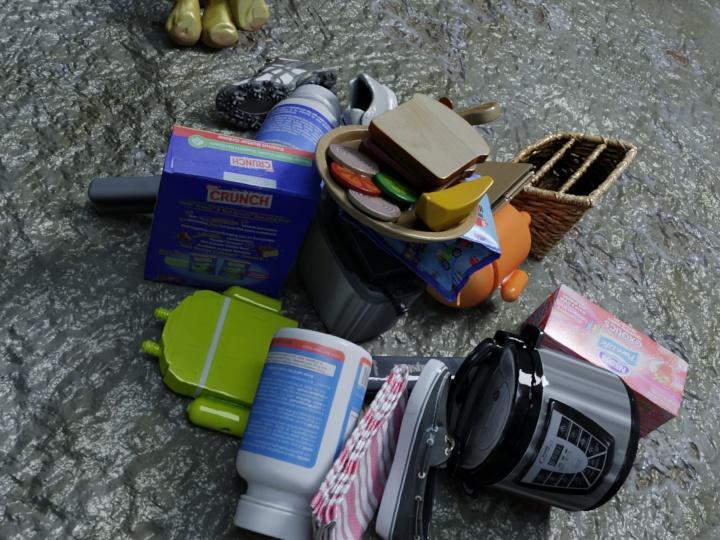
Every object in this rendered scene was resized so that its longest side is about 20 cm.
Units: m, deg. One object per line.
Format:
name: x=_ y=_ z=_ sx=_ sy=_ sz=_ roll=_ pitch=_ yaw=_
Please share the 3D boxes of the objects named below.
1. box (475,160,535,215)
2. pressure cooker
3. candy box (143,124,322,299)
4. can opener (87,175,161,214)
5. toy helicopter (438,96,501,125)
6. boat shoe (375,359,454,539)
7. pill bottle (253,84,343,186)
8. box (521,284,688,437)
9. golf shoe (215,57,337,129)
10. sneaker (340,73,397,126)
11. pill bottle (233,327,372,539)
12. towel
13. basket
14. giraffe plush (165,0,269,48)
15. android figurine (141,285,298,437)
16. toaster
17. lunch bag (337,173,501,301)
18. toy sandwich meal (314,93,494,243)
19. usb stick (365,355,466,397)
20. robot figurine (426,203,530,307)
box: x=0.117 y=-0.113 z=1.066 sx=0.200 sy=0.021 sz=0.163 roll=12 pitch=39 yaw=38
pressure cooker: x=0.189 y=0.172 z=0.873 sx=0.200 sy=0.179 sz=0.176 roll=21 pitch=51 yaw=-13
candy box: x=-0.150 y=-0.060 z=0.878 sx=0.169 sy=0.200 sz=0.077 roll=10 pitch=53 yaw=-17
can opener: x=-0.226 y=-0.107 z=0.930 sx=0.200 sy=0.053 sz=0.067 roll=-1 pitch=62 yaw=4
toy helicopter: x=0.113 y=-0.214 z=1.129 sx=0.132 sy=0.200 sz=0.079 roll=-50 pitch=125 yaw=-57
boat shoe: x=0.071 y=0.198 z=0.823 sx=0.057 sy=0.069 sz=0.200 roll=15 pitch=88 yaw=20
pill bottle: x=-0.089 y=-0.161 z=1.033 sx=0.112 sy=0.112 sz=0.200 roll=25 pitch=51 yaw=-5
box: x=0.313 y=0.124 z=1.007 sx=0.200 sy=0.103 sz=0.095 roll=33 pitch=50 yaw=1
golf shoe: x=-0.133 y=-0.266 z=1.126 sx=0.200 sy=0.078 sz=0.094 roll=-17 pitch=47 yaw=-33
sneaker: x=0.001 y=-0.173 z=1.039 sx=0.092 sy=0.076 sz=0.200 roll=27 pitch=60 yaw=-60
pill bottle: x=-0.064 y=0.169 z=0.785 sx=0.112 sy=0.112 sz=0.200 roll=19 pitch=72 yaw=-10
towel: x=0.010 y=0.213 z=0.790 sx=0.030 sy=0.147 sz=0.200 roll=18 pitch=47 yaw=21
basket: x=0.300 y=-0.144 z=1.163 sx=0.143 sy=0.149 sz=0.200 roll=42 pitch=52 yaw=9
giraffe plush: x=-0.239 y=-0.456 z=1.167 sx=0.172 sy=0.200 sz=0.162 roll=-4 pitch=29 yaw=-21
android figurine: x=-0.145 y=0.096 z=0.872 sx=0.200 sy=0.041 sz=0.182 roll=18 pitch=52 yaw=-13
toaster: x=0.000 y=0.000 z=0.945 sx=0.113 sy=0.129 sz=0.200 roll=-15 pitch=64 yaw=-30
lunch bag: x=0.049 y=-0.081 z=0.868 sx=0.200 sy=0.094 sz=0.151 roll=28 pitch=34 yaw=-22
toy sandwich meal: x=0.051 y=-0.110 z=0.792 sx=0.205 sy=0.070 sz=0.205 roll=16 pitch=39 yaw=-14
usb stick: x=0.074 y=0.132 z=0.946 sx=0.200 sy=0.033 sz=0.056 roll=3 pitch=56 yaw=-21
robot figurine: x=0.156 y=-0.025 z=1.037 sx=0.200 sy=0.117 sz=0.144 roll=-38 pitch=108 yaw=-37
